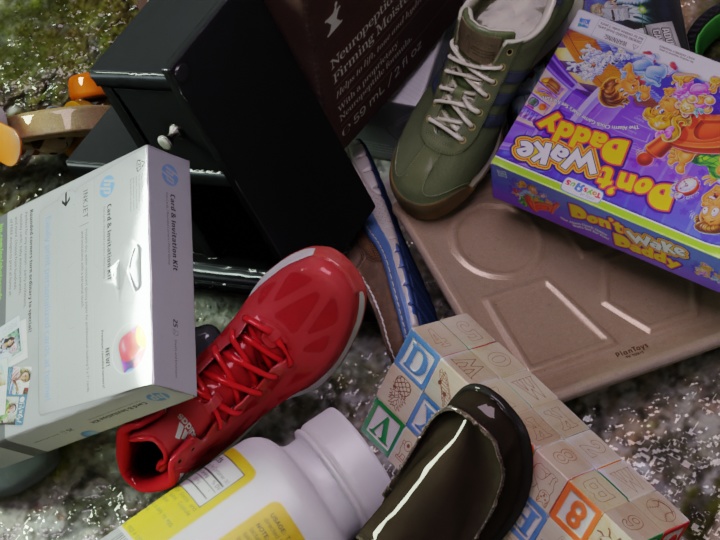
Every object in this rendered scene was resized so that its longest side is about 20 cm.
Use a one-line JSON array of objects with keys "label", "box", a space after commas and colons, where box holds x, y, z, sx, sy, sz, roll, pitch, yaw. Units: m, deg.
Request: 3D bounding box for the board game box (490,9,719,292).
[{"label": "board game box", "box": [0.203, -0.074, 1.376, 0.199, 0.045, 0.135, 23, 66, 18]}]

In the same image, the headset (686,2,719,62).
[{"label": "headset", "box": [0.295, -0.114, 1.469, 0.122, 0.095, 0.201, -10, 43, 2]}]

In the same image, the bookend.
[{"label": "bookend", "box": [-0.124, -0.089, 1.393, 0.197, 0.201, 0.092, 7, 49, 39]}]

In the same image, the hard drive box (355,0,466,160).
[{"label": "hard drive box", "box": [0.001, -0.190, 1.547, 0.154, 0.077, 0.201, 10, 61, 14]}]

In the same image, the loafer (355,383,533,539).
[{"label": "loafer", "box": [0.040, 0.157, 1.261, 0.073, 0.201, 0.071, 37, 33, 24]}]

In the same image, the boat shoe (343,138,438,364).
[{"label": "boat shoe", "box": [0.000, 0.000, 1.439, 0.072, 0.072, 0.201, -25, 44, 6]}]

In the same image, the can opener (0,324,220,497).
[{"label": "can opener", "box": [-0.181, 0.097, 1.428, 0.198, 0.053, 0.067, -18, 90, -3]}]

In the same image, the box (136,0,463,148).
[{"label": "box", "box": [-0.046, -0.218, 1.403, 0.163, 0.201, 0.166, 29, 64, 23]}]

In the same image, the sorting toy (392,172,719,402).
[{"label": "sorting toy", "box": [0.141, 0.002, 1.414, 0.184, 0.037, 0.201, -17, 52, -20]}]

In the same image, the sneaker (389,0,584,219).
[{"label": "sneaker", "box": [0.076, -0.136, 1.394, 0.067, 0.090, 0.201, 31, 80, 21]}]

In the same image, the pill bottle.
[{"label": "pill bottle", "box": [-0.076, 0.175, 1.317, 0.199, 0.112, 0.111, -34, 60, -11]}]

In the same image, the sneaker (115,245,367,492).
[{"label": "sneaker", "box": [-0.078, 0.075, 1.322, 0.078, 0.200, 0.116, 41, 29, 2]}]

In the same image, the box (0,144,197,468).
[{"label": "box", "box": [-0.185, 0.027, 1.331, 0.199, 0.041, 0.157, -23, 62, 39]}]

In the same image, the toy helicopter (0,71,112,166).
[{"label": "toy helicopter", "box": [-0.260, -0.092, 1.512, 0.198, 0.132, 0.080, -8, 90, 25]}]

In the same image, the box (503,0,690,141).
[{"label": "box", "box": [0.156, -0.177, 1.483, 0.135, 0.040, 0.202, -4, 68, -10]}]

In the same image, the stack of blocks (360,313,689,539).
[{"label": "stack of blocks", "box": [0.092, 0.136, 1.302, 0.058, 0.116, 0.200, -13, 49, -47]}]
